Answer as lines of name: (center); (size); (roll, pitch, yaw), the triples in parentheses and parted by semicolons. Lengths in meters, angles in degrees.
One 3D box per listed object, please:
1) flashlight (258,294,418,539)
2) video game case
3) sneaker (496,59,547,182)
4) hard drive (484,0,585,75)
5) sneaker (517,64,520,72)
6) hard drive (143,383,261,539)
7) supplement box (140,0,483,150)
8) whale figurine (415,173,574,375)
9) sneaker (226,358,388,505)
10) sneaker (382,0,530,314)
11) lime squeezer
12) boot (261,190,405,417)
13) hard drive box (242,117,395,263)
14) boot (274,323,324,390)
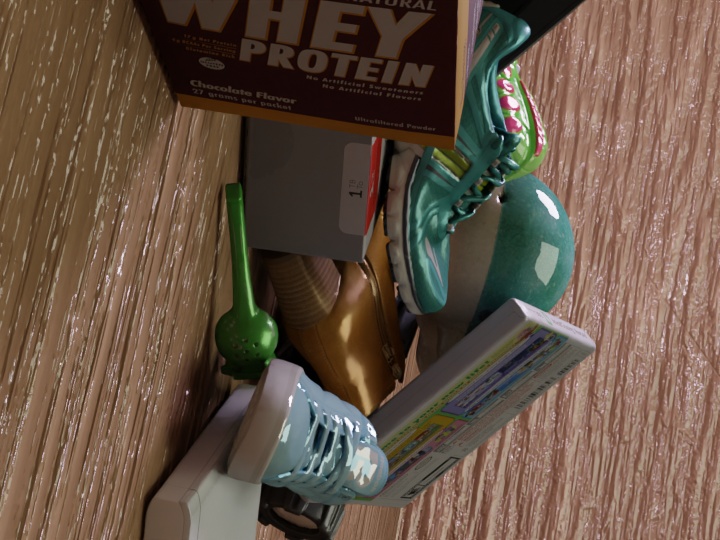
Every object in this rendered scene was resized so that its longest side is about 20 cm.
flashlight: (-0.016, 0.109, 1.195); (0.068, 0.068, 0.200); (87, 22, -57)
video game case: (0.065, 0.100, 1.114); (0.200, 0.022, 0.182); (-41, 158, 12)
sneaker: (0.068, -0.135, 1.079); (0.077, 0.084, 0.200); (37, 32, -37)
hard drive: (0.089, -0.235, 1.019); (0.140, 0.033, 0.200); (-39, -131, 38)
sneaker: (0.051, -0.135, 1.243); (0.075, 0.082, 0.200); (-60, -167, -26)
hard drive: (-0.090, 0.158, 0.903); (0.200, 0.027, 0.132); (-58, 156, -75)
supplement box: (-0.007, -0.187, 0.655); (0.197, 0.133, 0.200); (81, 20, -72)
whale figurine: (0.094, 0.011, 1.151); (0.200, 0.104, 0.159); (105, -4, -51)
sneaker: (-0.022, 0.099, 0.904); (0.200, 0.082, 0.074); (45, 64, -82)
sneaker: (0.057, -0.066, 0.956); (0.078, 0.080, 0.200); (-59, 158, -74)
lime squeezer: (-0.070, 0.036, 0.922); (0.200, 0.038, 0.071); (87, -18, -59)
boot: (0.000, 0.000, 1.080); (0.144, 0.071, 0.201); (66, 33, -27)
hard drive box: (-0.013, -0.121, 0.963); (0.200, 0.077, 0.156); (-70, 167, -60)
boot: (-0.020, -0.015, 1.159); (0.200, 0.073, 0.182); (-63, 160, -49)
